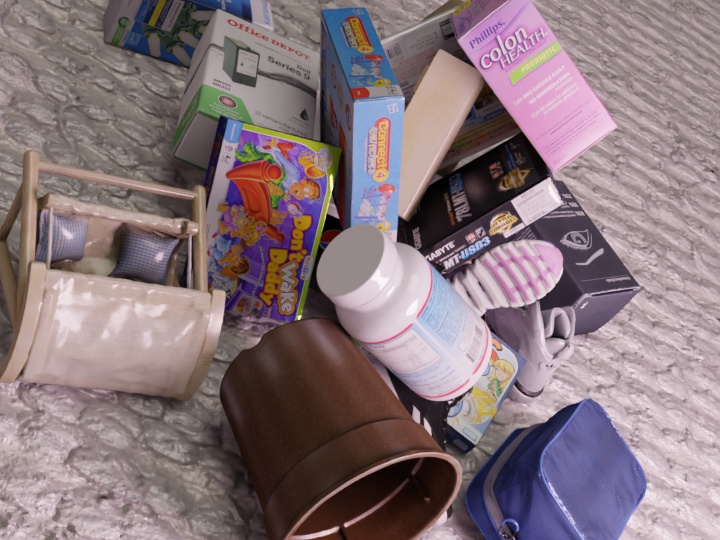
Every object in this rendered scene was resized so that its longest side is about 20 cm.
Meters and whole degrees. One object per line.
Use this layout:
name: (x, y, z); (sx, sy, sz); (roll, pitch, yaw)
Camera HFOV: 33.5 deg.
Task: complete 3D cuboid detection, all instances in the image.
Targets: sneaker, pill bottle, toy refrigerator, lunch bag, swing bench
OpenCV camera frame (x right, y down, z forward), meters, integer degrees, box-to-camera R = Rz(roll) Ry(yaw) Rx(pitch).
sneaker: (0.085, 0.168, 1.308); (0.111, 0.073, 0.202); (-16, 69, -19)
sneaker: (0.157, 0.012, 1.474); (0.081, 0.199, 0.089); (60, 22, -8)
pill bottle: (0.044, 0.042, 1.217); (0.200, 0.108, 0.110); (45, 28, -41)
toy refrigerator: (0.076, -0.167, 1.487); (0.069, 0.201, 0.076); (30, 3, 8)
lunch bag: (0.207, 0.249, 1.315); (0.137, 0.132, 0.200); (57, 39, -1)
sneaker: (0.206, 0.057, 1.508); (0.074, 0.115, 0.202); (11, 46, -34)
swing bench: (-0.252, 0.011, 1.194); (0.197, 0.130, 0.202); (9, 47, -31)

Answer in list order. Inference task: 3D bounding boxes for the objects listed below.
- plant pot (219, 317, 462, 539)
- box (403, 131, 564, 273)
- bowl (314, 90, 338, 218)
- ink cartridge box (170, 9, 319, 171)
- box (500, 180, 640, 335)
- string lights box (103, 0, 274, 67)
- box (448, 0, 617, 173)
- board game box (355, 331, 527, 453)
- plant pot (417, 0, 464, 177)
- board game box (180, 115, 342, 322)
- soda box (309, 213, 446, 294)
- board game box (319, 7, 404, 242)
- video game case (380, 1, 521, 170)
plant pot: (-0.033, 0.167, 1.173); (0.199, 0.201, 0.199); (-1, 45, -38)
box: (0.148, -0.084, 1.501); (0.050, 0.197, 0.200); (57, 13, -20)
bowl: (-0.085, -0.149, 1.522); (0.199, 0.075, 0.200); (33, 39, -7)
ink cartridge box: (-0.132, -0.198, 1.411); (0.145, 0.084, 0.201); (21, 43, -19)
box: (0.257, -0.016, 1.620); (0.147, 0.104, 0.201); (-3, 54, -47)
string lights box: (-0.224, -0.326, 1.565); (0.198, 0.103, 0.059); (13, 44, -27)
box: (0.207, -0.247, 1.459); (0.200, 0.096, 0.176); (50, 14, -16)
board game box: (0.083, 0.099, 1.406); (0.199, 0.034, 0.136); (37, 59, 0)
plant pot: (0.108, -0.263, 1.634); (0.186, 0.201, 0.188); (35, 14, -10)
board game box: (-0.110, -0.054, 1.312); (0.133, 0.202, 0.045); (11, 8, -21)
soda box: (0.000, 0.000, 1.377); (0.199, 0.064, 0.071); (26, 56, 24)
board game box: (-0.003, -0.161, 1.354); (0.055, 0.202, 0.197); (-6, 41, -10)
video game case: (0.097, -0.228, 1.545); (0.198, 0.024, 0.184); (-25, 103, -11)
